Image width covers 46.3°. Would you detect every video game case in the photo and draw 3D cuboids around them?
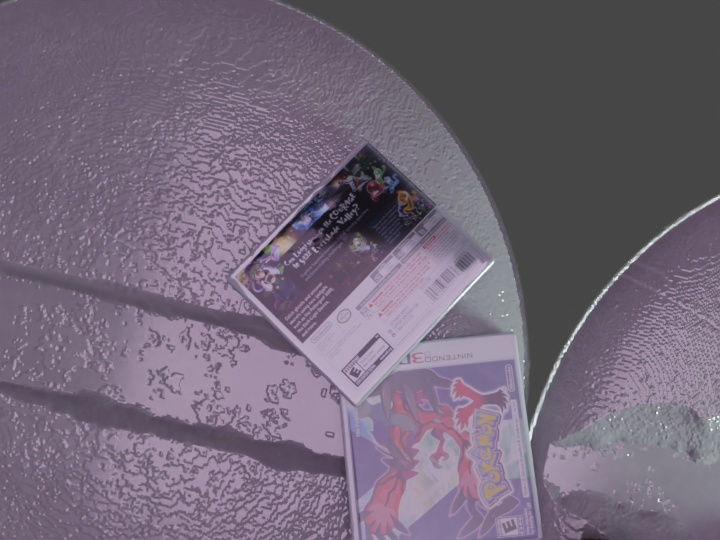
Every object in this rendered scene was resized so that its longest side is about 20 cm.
[{"bbox_3d":[0.000,0.000,0.833,0.182,0.023,0.200,44,85,7],"label":"video game case"},{"bbox_3d":[0.074,0.168,0.822,0.182,0.023,0.200,-6,79,0],"label":"video game case"}]

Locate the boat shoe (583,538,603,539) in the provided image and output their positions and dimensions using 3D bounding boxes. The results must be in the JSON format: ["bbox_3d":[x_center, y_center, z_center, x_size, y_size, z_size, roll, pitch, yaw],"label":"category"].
[{"bbox_3d":[0.224,0.350,0.805,0.074,0.076,0.200,15,96,33],"label":"boat shoe"}]
